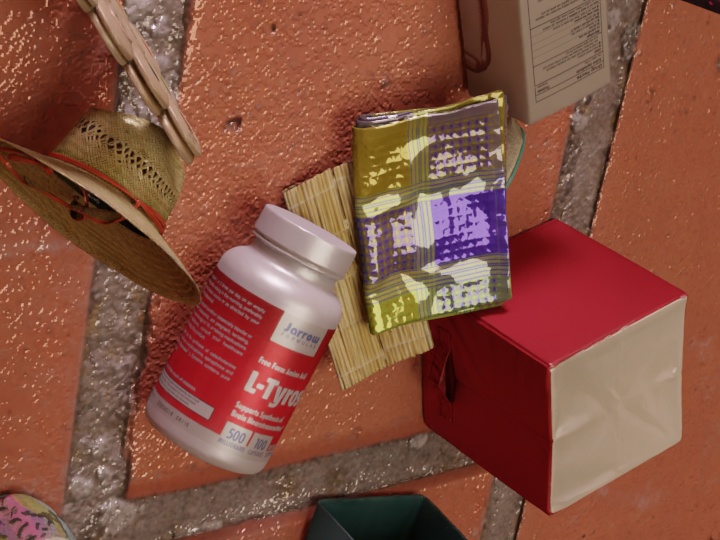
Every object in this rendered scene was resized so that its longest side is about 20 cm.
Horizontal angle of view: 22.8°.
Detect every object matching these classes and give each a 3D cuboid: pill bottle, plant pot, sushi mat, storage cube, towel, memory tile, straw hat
[{"bbox_3d":[-0.085,0.054,1.451,0.112,0.112,0.201,21,99,-45],"label":"pill bottle"},{"bbox_3d":[0.013,0.336,1.684,0.141,0.141,0.201,3,119,-41],"label":"plant pot"},{"bbox_3d":[0.000,0.000,1.528,0.095,0.012,0.201,-22,117,-13],"label":"sushi mat"},{"bbox_3d":[0.177,0.087,1.648,0.199,0.179,0.172,-25,128,-30],"label":"storage cube"},{"bbox_3d":[0.063,-0.049,1.514,0.142,0.023,0.202,-10,114,-19],"label":"towel"},{"bbox_3d":[-0.172,-0.175,1.221,0.017,0.154,0.200,-31,135,1],"label":"memory tile"},{"bbox_3d":[-0.172,-0.068,1.265,0.085,0.200,0.201,-57,137,-15],"label":"straw hat"}]

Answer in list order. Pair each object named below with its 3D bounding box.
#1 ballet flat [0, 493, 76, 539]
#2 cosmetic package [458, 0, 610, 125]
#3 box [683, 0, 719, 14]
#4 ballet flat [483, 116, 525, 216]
[{"bbox_3d":[-0.246,0.265,1.460,0.069,0.071,0.201,-33,131,-21],"label":"ballet flat"},{"bbox_3d":[0.143,-0.240,1.499,0.103,0.087,0.201,-28,128,-28],"label":"cosmetic package"},{"bbox_3d":[0.307,-0.337,1.552,0.115,0.132,0.201,-41,133,-17],"label":"box"},{"bbox_3d":[0.077,-0.052,1.567,0.062,0.067,0.201,25,96,-32],"label":"ballet flat"}]
